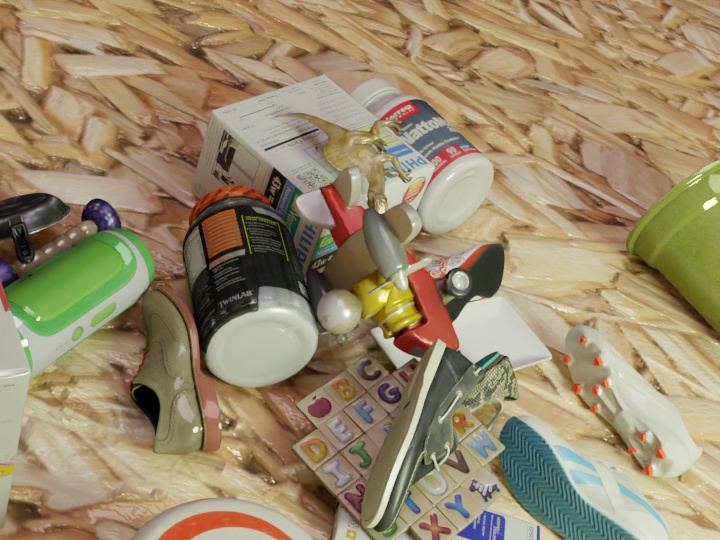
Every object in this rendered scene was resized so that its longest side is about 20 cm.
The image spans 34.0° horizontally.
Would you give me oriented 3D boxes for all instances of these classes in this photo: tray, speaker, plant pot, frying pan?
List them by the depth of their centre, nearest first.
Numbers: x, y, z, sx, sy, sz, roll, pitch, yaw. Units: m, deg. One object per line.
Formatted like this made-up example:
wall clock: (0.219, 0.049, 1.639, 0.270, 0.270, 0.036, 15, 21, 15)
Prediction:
speaker: (-0.294, 0.033, 1.165, 0.088, 0.089, 0.200, 33, 41, 15)
frying pan: (-0.364, -0.042, 1.204, 0.114, 0.031, 0.190, -10, 19, 6)
tray: (0.113, 0.089, 1.327, 0.198, 0.022, 0.108, -13, 49, -34)
plant pot: (0.470, -0.014, 1.488, 0.199, 0.201, 0.185, -15, 62, -35)

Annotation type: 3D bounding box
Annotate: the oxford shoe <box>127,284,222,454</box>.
oxford shoe: (-0.194, 0.093, 1.154, 0.074, 0.071, 0.201, -7, 45, -22)

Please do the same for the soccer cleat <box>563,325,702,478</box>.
soccer cleat: (0.300, 0.144, 1.317, 0.077, 0.070, 0.201, -10, 55, -39)

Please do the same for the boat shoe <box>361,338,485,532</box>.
boat shoe: (0.060, 0.158, 1.096, 0.067, 0.072, 0.201, 33, 56, -7)

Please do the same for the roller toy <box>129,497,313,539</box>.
roller toy: (-0.108, 0.280, 0.921, 0.199, 0.141, 0.182, 33, 41, 14)

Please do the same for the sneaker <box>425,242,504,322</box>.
sneaker: (0.088, 0.007, 1.363, 0.107, 0.068, 0.201, 8, 20, 28)

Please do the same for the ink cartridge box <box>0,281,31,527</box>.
ink cartridge box: (-0.339, 0.104, 0.972, 0.085, 0.201, 0.148, -7, 46, -30)

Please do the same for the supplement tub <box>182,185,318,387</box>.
supplement tub: (-0.120, 0.011, 1.234, 0.121, 0.123, 0.201, 3, 43, -20)

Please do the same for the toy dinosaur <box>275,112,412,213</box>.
toy dinosaur: (-0.004, -0.139, 1.310, 0.100, 0.059, 0.200, -18, 54, -35)

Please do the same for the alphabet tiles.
alphabet tiles: (0.037, 0.170, 1.131, 0.166, 0.006, 0.200, -32, 61, -28)

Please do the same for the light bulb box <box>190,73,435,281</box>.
light bulb box: (-0.057, -0.110, 1.397, 0.200, 0.126, 0.197, 42, 44, 22)

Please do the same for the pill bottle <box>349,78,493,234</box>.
pill bottle: (0.064, -0.152, 1.503, 0.119, 0.120, 0.200, -19, 53, -38)

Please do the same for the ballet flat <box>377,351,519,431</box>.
ballet flat: (0.093, 0.153, 1.213, 0.199, 0.068, 0.076, -25, 88, -33)

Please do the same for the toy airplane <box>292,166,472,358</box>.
toy airplane: (0.000, 0.000, 1.190, 0.198, 0.201, 0.141, 20, 52, 36)

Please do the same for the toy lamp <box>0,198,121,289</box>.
toy lamp: (-0.333, -0.014, 1.222, 0.058, 0.059, 0.200, 31, 40, 13)

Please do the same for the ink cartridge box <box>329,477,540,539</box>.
ink cartridge box: (0.071, 0.255, 1.110, 0.198, 0.037, 0.095, 16, 39, -2)

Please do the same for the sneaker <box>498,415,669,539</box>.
sneaker: (0.223, 0.222, 1.192, 0.200, 0.077, 0.080, 44, 36, 17)
